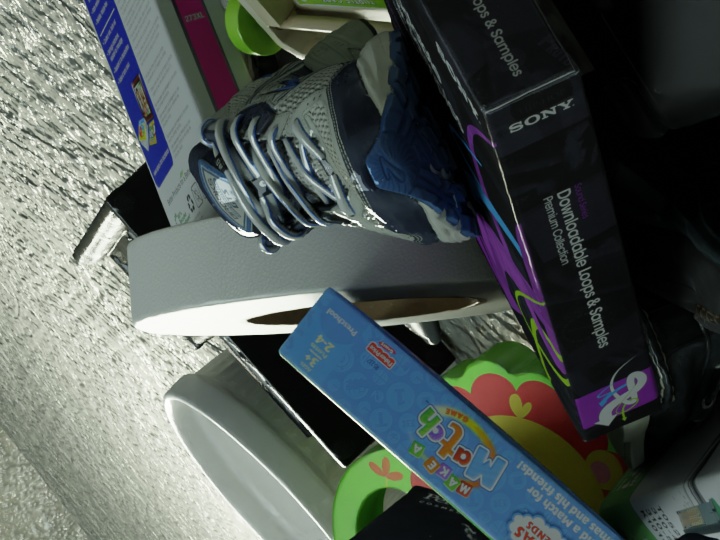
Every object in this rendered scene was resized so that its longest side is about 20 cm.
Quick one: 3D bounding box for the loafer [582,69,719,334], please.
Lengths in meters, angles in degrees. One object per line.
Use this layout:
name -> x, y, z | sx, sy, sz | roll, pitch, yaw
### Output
loafer -> 0.137, -0.009, 0.747 | 0.200, 0.072, 0.073 | 43, 157, 54

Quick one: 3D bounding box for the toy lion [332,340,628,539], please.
toy lion -> 0.069, 0.129, 1.128 | 0.199, 0.069, 0.193 | 4, 112, 35

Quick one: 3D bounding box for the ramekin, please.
ramekin -> -0.024, 0.118, 1.416 | 0.200, 0.105, 0.200 | 42, 163, 16

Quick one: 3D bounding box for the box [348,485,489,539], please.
box -> 0.068, 0.206, 0.994 | 0.198, 0.125, 0.196 | 15, -164, 19

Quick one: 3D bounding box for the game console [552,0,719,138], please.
game console -> 0.077, -0.155, 0.662 | 0.175, 0.117, 0.201 | -16, 121, 39

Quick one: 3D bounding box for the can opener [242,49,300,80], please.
can opener -> -0.029, -0.061, 1.080 | 0.066, 0.053, 0.200 | -2, 157, 7

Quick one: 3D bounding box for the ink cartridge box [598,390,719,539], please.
ink cartridge box -> 0.194, 0.110, 0.864 | 0.146, 0.084, 0.200 | 47, 165, 1

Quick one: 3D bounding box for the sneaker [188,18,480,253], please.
sneaker -> -0.014, -0.036, 0.777 | 0.200, 0.085, 0.078 | -132, 17, -80

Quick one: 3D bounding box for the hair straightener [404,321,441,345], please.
hair straightener -> 0.005, -0.029, 1.037 | 0.041, 0.077, 0.201 | 40, 163, 37

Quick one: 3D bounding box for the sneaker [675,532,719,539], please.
sneaker -> 0.162, 0.168, 0.833 | 0.078, 0.066, 0.201 | 17, 151, 37

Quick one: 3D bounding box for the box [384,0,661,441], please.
box -> 0.045, -0.050, 0.736 | 0.201, 0.036, 0.144 | 69, 176, -54

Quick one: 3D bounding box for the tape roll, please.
tape roll -> 0.000, 0.000, 0.939 | 0.203, 0.201, 0.037 | 152, 114, -74

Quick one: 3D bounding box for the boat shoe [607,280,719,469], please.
boat shoe -> 0.122, 0.032, 0.896 | 0.199, 0.066, 0.075 | 58, -172, -77

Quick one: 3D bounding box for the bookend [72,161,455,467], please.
bookend -> -0.065, 0.018, 1.304 | 0.199, 0.092, 0.200 | 48, 165, -3

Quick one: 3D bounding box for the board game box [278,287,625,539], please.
board game box -> 0.043, 0.076, 0.900 | 0.151, 0.037, 0.200 | 40, 179, 8

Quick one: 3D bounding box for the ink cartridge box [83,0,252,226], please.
ink cartridge box -> -0.093, -0.111, 0.999 | 0.201, 0.037, 0.095 | 66, 158, 9

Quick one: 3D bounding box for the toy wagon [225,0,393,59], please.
toy wagon -> -0.002, -0.109, 0.892 | 0.155, 0.040, 0.200 | 13, 154, 48
